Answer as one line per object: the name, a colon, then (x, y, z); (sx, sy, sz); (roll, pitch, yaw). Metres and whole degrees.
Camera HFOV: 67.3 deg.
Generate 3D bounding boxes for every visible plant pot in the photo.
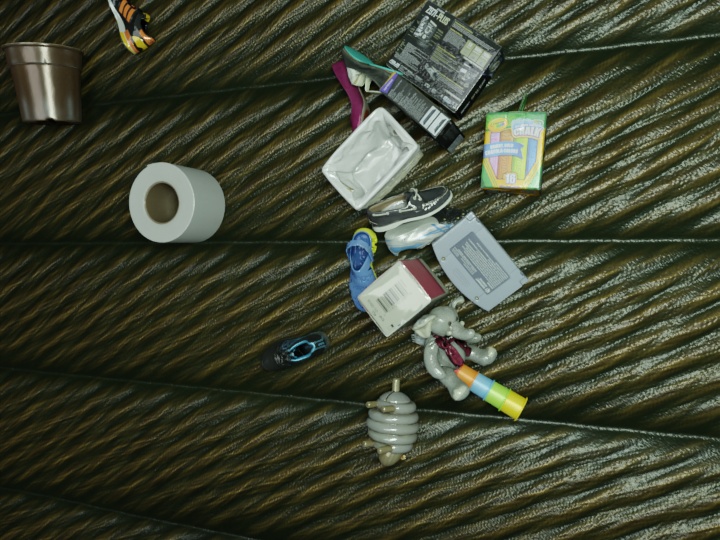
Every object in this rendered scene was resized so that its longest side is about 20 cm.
plant pot: (-0.876, -0.515, 1.519); (0.199, 0.200, 0.199); (3, 102, 19)

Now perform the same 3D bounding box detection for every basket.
basket: (0.035, -0.249, 1.243); (0.200, 0.123, 0.136); (-44, 79, 17)

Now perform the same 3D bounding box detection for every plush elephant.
plush elephant: (0.196, 0.145, 1.182); (0.200, 0.164, 0.155); (34, 143, 33)

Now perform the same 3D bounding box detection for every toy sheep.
toy sheep: (0.074, 0.352, 1.256); (0.137, 0.138, 0.201); (8, 89, 18)

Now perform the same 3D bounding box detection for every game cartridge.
game cartridge: (0.258, -0.015, 1.201); (0.133, 0.042, 0.200); (-39, 95, 21)

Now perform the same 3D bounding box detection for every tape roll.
tape roll: (-0.477, -0.173, 1.415); (0.202, 0.139, 0.204); (1, 92, 19)

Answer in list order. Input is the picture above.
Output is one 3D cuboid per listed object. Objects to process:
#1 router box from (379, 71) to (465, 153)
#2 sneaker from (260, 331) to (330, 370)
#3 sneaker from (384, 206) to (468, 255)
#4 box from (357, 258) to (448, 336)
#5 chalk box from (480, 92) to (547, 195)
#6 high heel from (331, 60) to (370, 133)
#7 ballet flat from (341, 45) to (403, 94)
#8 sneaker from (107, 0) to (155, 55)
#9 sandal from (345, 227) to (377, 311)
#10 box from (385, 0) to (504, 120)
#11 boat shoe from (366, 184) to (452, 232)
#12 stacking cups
router box: (0.138, -0.334, 1.162); (0.157, 0.200, 0.052); (43, 105, 11)
sneaker: (-0.178, 0.204, 1.361); (0.199, 0.082, 0.074); (-25, 86, 20)
sneaker: (0.155, -0.090, 1.247); (0.199, 0.072, 0.073); (-18, 129, 11)
box: (0.099, 0.054, 1.194); (0.128, 0.200, 0.109); (-41, 80, 16)
chalk box: (0.326, -0.266, 1.141); (0.123, 0.125, 0.201); (5, 93, 18)
high heel: (-0.027, -0.401, 1.288); (0.096, 0.067, 0.201); (3, 81, 15)
ballet flat: (0.013, -0.441, 1.211); (0.200, 0.068, 0.069); (43, 120, 37)
sneaker: (-0.624, -0.698, 1.485); (0.090, 0.070, 0.201); (-20, 86, 4)
sandal: (0.000, 0.000, 1.288); (0.079, 0.087, 0.201); (-6, 93, 17)
box: (0.187, -0.463, 1.198); (0.200, 0.086, 0.164); (39, 104, 13)
boat shoe: (0.109, -0.153, 1.234); (0.199, 0.074, 0.060); (-19, 129, 13)
stacking cups: (0.273, 0.259, 1.218); (0.199, 0.060, 0.061); (30, 102, 15)
